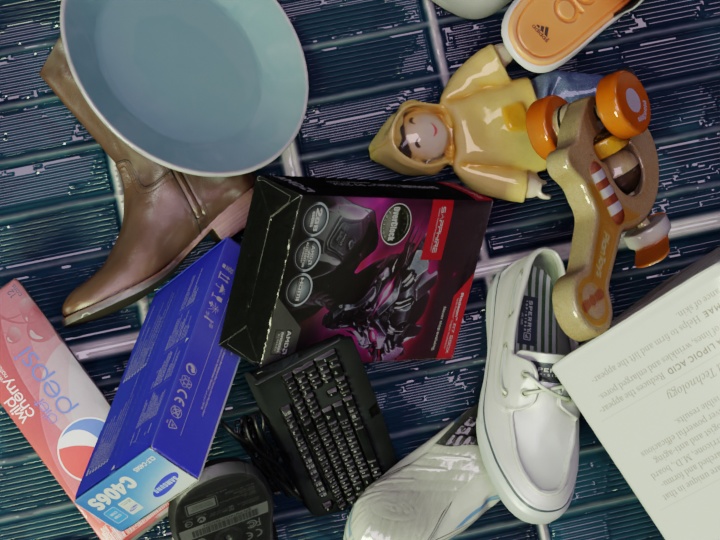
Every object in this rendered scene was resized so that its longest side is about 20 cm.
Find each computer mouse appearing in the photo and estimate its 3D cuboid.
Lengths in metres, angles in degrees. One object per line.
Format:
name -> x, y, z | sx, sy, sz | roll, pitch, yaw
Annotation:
computer mouse -> -0.119, 0.200, 1.454 | 0.140, 0.200, 0.046 | -22, 46, -5

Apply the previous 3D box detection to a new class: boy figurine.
boy figurine -> 0.105, -0.112, 1.541 | 0.199, 0.064, 0.125 | -5, 87, -8

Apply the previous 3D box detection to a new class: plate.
plate -> -0.129, -0.154, 1.511 | 0.200, 0.026, 0.201 | 16, 58, -27

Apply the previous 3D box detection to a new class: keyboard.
keyboard -> -0.029, 0.125, 1.445 | 0.104, 0.200, 0.040 | -24, 53, -3

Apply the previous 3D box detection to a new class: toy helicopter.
toy helicopter -> 0.171, -0.031, 1.453 | 0.132, 0.079, 0.200 | 43, 47, -33

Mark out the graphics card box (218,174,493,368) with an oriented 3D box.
graphics card box -> 0.000, 0.000, 1.451 | 0.200, 0.051, 0.126 | 1, 109, -45

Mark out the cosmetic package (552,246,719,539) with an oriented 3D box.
cosmetic package -> 0.277, 0.088, 1.450 | 0.165, 0.165, 0.200 | -36, 87, 38

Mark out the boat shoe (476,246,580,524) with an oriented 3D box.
boat shoe -> 0.122, 0.077, 1.486 | 0.073, 0.067, 0.200 | 3, 63, -18

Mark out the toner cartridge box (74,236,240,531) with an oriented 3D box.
toner cartridge box -> -0.127, 0.076, 1.436 | 0.043, 0.095, 0.200 | 36, 44, -19

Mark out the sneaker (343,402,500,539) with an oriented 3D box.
sneaker -> 0.071, 0.152, 1.515 | 0.200, 0.073, 0.072 | -30, 75, -20

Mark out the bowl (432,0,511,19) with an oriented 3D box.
bowl -> 0.081, -0.312, 1.555 | 0.200, 0.075, 0.200 | 40, 83, -1

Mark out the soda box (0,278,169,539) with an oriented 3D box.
soda box -> -0.210, 0.105, 1.491 | 0.063, 0.070, 0.200 | -36, 87, -7

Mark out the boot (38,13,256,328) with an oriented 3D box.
boot -> -0.187, -0.081, 1.515 | 0.186, 0.064, 0.200 | -34, 91, -20

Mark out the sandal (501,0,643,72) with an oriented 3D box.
sandal -> 0.185, -0.220, 1.531 | 0.079, 0.059, 0.207 | 46, 61, -10
